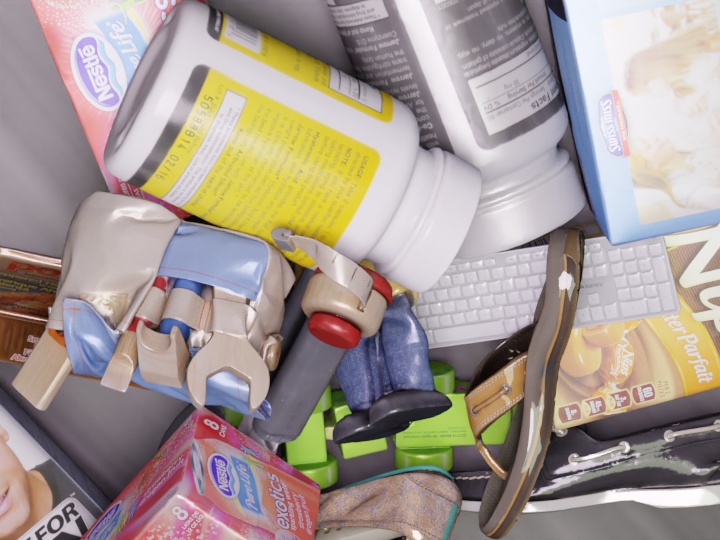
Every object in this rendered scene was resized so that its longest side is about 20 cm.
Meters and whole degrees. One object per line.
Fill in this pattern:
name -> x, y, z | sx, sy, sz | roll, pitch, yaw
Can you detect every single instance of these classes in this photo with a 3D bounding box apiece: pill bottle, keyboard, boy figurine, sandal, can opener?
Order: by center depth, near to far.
pill bottle -> -0.036, -0.065, 1.456 | 0.200, 0.111, 0.111 | 25, 101, -13
can opener -> -0.065, 0.076, 1.537 | 0.067, 0.053, 0.200 | 6, 130, -28
pill bottle -> 0.058, -0.115, 1.545 | 0.113, 0.113, 0.200 | -21, 103, 3
sandal -> 0.093, 0.066, 1.549 | 0.055, 0.082, 0.200 | 12, 114, 0
boy figurine -> 0.000, 0.000, 1.560 | 0.124, 0.064, 0.200 | -25, 74, 42
keyboard -> 0.096, 0.014, 1.577 | 0.200, 0.011, 0.056 | -9, 103, 21

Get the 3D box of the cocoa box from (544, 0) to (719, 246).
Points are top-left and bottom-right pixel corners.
cocoa box -> 0.186, -0.133, 1.536 | 0.133, 0.131, 0.200 | -12, 104, 1

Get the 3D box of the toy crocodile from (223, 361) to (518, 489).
toy crocodile -> 0.003, 0.095, 1.627 | 0.200, 0.062, 0.068 | -6, 105, -5

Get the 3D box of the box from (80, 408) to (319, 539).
box -> -0.122, 0.194, 1.521 | 0.095, 0.103, 0.200 | 36, 116, -13

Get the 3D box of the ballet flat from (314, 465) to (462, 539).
ballet flat -> -0.027, 0.172, 1.593 | 0.200, 0.067, 0.068 | -19, 141, 34

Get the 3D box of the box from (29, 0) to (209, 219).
box -> -0.132, -0.135, 1.540 | 0.095, 0.103, 0.200 | -21, 105, 2

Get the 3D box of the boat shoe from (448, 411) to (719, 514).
boat shoe -> 0.147, 0.123, 1.627 | 0.200, 0.074, 0.060 | -4, 90, 9

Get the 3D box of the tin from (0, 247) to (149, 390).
tin -> -0.178, 0.029, 1.574 | 0.200, 0.112, 0.042 | 12, 113, -4

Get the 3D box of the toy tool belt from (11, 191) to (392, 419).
toy tool belt -> -0.091, 0.041, 1.443 | 0.200, 0.125, 0.123 | 13, 70, 20

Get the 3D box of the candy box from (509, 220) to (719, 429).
candy box -> 0.202, 0.017, 1.611 | 0.200, 0.055, 0.115 | -15, 102, 3

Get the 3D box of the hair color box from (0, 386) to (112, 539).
hair color box -> -0.234, 0.138, 1.594 | 0.099, 0.061, 0.200 | -40, 116, 0
